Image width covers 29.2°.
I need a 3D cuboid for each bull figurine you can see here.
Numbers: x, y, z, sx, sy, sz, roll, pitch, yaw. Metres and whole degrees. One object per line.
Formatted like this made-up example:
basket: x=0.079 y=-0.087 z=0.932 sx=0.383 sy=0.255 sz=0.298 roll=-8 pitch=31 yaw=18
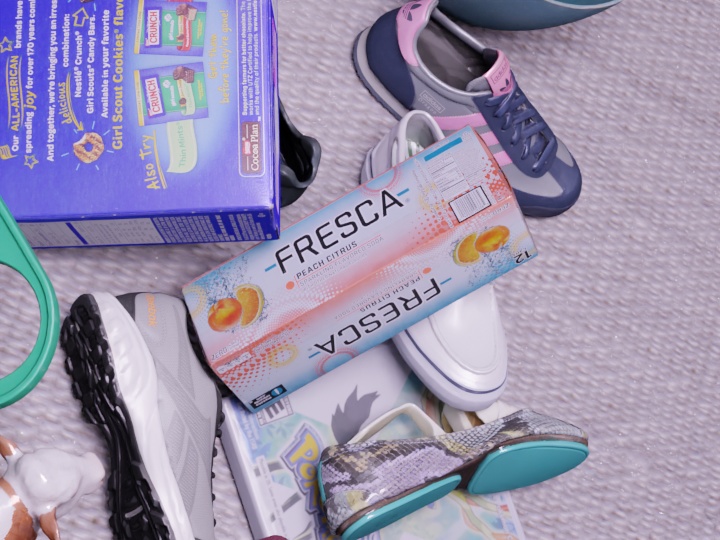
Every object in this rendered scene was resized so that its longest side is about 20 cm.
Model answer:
bull figurine: x=-0.195 y=0.175 z=0.676 sx=0.065 sy=0.122 sz=0.201 roll=27 pitch=63 yaw=10

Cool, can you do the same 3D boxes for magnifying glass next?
magnifying glass: x=-0.198 y=-0.029 z=0.706 sx=0.079 sy=0.022 sz=0.203 roll=-7 pitch=80 yaw=0

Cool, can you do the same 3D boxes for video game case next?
video game case: x=0.017 y=0.151 z=0.871 sx=0.181 sy=0.022 sz=0.202 roll=-17 pitch=85 yaw=-33

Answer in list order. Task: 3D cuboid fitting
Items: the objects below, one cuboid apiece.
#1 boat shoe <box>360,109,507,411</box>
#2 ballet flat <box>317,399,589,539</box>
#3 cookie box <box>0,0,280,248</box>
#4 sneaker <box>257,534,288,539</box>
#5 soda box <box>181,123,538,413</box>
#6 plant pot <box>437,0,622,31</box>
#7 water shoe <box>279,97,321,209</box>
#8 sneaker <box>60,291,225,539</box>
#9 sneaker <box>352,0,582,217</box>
boat shoe: x=0.047 y=-0.012 z=0.873 sx=0.073 sy=0.067 sz=0.202 roll=-7 pitch=60 yaw=-26
ballet flat: x=0.057 y=0.109 z=0.858 sx=0.199 sy=0.072 sz=0.073 roll=-10 pitch=81 yaw=-33
cookie box: x=-0.146 y=-0.102 z=0.769 sx=0.197 sy=0.075 sz=0.173 roll=-2 pitch=76 yaw=0
sneaker: x=-0.017 y=0.203 z=0.747 sx=0.198 sy=0.076 sz=0.116 roll=11 pitch=114 yaw=-32
soda box: x=0.000 y=0.000 z=0.807 sx=0.199 sy=0.069 sz=0.064 roll=-29 pitch=53 yaw=4
plant pot: x=0.094 y=-0.250 z=0.964 sx=0.198 sy=0.134 sz=0.203 roll=9 pitch=71 yaw=-28
water shoe: x=-0.094 y=-0.128 z=0.853 sx=0.201 sy=0.079 sz=0.072 roll=51 pitch=58 yaw=-8
sneaker: x=-0.105 y=0.105 z=0.785 sx=0.079 sy=0.074 sz=0.202 roll=-10 pitch=81 yaw=-37
sneaker: x=0.089 y=-0.109 z=0.952 sx=0.199 sy=0.082 sz=0.071 roll=34 pitch=61 yaw=-18
